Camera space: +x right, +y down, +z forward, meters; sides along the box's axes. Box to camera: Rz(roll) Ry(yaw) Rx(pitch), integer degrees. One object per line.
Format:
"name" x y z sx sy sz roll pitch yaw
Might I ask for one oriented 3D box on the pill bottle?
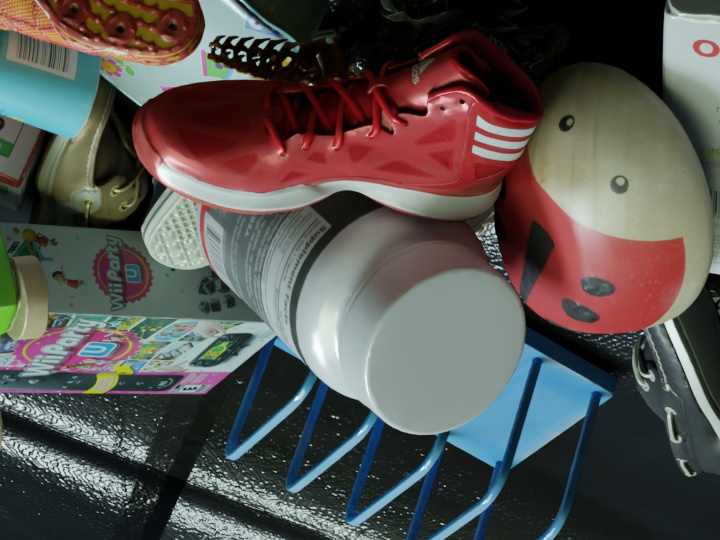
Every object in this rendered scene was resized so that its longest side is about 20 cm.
"pill bottle" 0.000 0.000 1.255 0.114 0.114 0.200 53 173 -37

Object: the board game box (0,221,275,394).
"board game box" -0.166 0.028 1.474 0.199 0.064 0.148 3 157 -27

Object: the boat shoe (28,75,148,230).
"boat shoe" -0.163 -0.062 1.437 0.066 0.074 0.200 18 155 -3

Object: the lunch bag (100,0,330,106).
"lunch bag" -0.125 -0.176 1.256 0.200 0.077 0.160 42 145 -25

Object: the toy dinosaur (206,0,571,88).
"toy dinosaur" 0.024 -0.115 1.212 0.102 0.200 0.136 49 142 20

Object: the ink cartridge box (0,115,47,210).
"ink cartridge box" -0.243 -0.089 1.381 0.109 0.050 0.200 24 172 -5

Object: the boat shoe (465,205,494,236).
"boat shoe" 0.054 -0.040 1.351 0.075 0.075 0.202 31 143 -16

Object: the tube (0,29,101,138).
"tube" -0.238 -0.124 1.237 0.200 0.077 0.051 18 104 -20

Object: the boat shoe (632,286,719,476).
"boat shoe" 0.199 0.066 1.429 0.060 0.074 0.200 -6 145 25

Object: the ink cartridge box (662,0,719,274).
"ink cartridge box" 0.233 -0.084 1.200 0.144 0.085 0.200 9 144 14

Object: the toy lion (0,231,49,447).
"toy lion" -0.256 0.005 1.365 0.068 0.192 0.200 -6 146 -28

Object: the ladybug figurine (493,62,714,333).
"ladybug figurine" 0.121 -0.028 1.229 0.136 0.072 0.200 48 160 22

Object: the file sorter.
"file sorter" 0.034 0.096 1.490 0.200 0.123 0.139 30 143 -13

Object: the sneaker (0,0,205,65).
"sneaker" -0.167 -0.153 1.199 0.200 0.073 0.077 21 169 16

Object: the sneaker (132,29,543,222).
"sneaker" -0.005 -0.085 1.138 0.199 0.079 0.116 1 149 -24

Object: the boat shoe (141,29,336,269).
"boat shoe" -0.065 -0.080 1.368 0.074 0.062 0.200 22 132 -27
